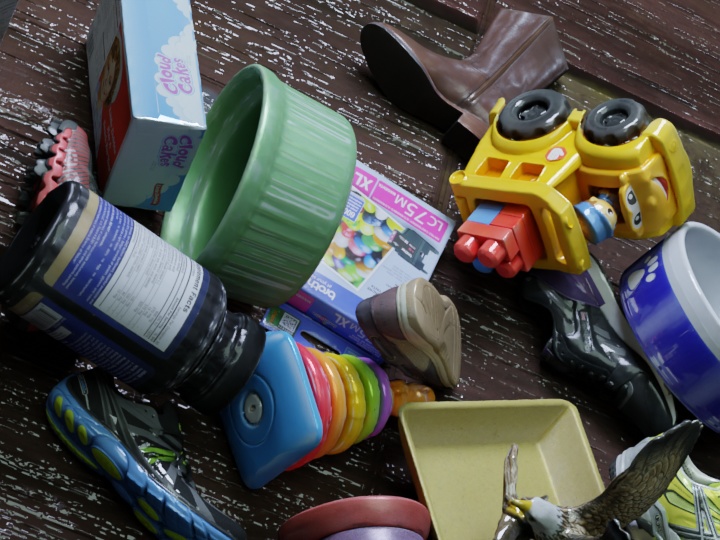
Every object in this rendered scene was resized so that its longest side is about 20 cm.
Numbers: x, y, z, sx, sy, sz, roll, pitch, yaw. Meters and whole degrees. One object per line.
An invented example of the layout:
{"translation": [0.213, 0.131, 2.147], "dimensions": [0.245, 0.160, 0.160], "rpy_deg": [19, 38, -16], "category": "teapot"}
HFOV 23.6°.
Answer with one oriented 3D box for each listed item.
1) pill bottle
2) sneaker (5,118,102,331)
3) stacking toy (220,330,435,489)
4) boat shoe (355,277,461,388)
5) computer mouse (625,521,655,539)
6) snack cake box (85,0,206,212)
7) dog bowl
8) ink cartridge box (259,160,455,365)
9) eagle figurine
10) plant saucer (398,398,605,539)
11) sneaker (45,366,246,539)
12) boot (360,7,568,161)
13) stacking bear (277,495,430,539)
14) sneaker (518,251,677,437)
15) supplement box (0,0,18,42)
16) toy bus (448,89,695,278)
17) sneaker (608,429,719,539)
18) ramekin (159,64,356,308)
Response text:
{"translation": [-0.177, 0.028, 1.348], "dimensions": [0.200, 0.112, 0.112], "rpy_deg": [36, 49, -21], "category": "pill bottle"}
{"translation": [-0.238, -0.035, 1.447], "dimensions": [0.098, 0.071, 0.201], "rpy_deg": [11, 58, -20], "category": "sneaker"}
{"translation": [-0.013, 0.111, 1.459], "dimensions": [0.200, 0.116, 0.110], "rpy_deg": [-1, 63, -40], "category": "stacking toy"}
{"translation": [0.044, 0.055, 1.479], "dimensions": [0.065, 0.200, 0.072], "rpy_deg": [-3, 74, 14], "category": "boat shoe"}
{"translation": [0.266, 0.251, 1.507], "dimensions": [0.110, 0.044, 0.200], "rpy_deg": [37, 23, -21], "category": "computer mouse"}
{"translation": [-0.190, -0.166, 1.511], "dimensions": [0.067, 0.115, 0.200], "rpy_deg": [7, 51, -23], "category": "snack cake box"}
{"translation": [0.337, 0.056, 1.622], "dimensions": [0.200, 0.079, 0.200], "rpy_deg": [37, 30, -26], "category": "dog bowl"}
{"translation": [0.000, 0.000, 1.565], "dimensions": [0.119, 0.042, 0.200], "rpy_deg": [32, 53, -5], "category": "ink cartridge box"}
{"translation": [0.179, 0.203, 1.333], "dimensions": [0.151, 0.200, 0.152], "rpy_deg": [-7, 86, -48], "category": "eagle figurine"}
{"translation": [0.127, 0.211, 1.475], "dimensions": [0.200, 0.048, 0.200], "rpy_deg": [2, 58, -35], "category": "plant saucer"}
{"translation": [-0.160, 0.150, 1.367], "dimensions": [0.200, 0.071, 0.083], "rpy_deg": [44, 57, 9], "category": "sneaker"}
{"translation": [0.112, -0.226, 1.747], "dimensions": [0.186, 0.064, 0.200], "rpy_deg": [47, 53, -10], "category": "boot"}
{"translation": [0.009, 0.288, 1.346], "dimensions": [0.121, 0.114, 0.200], "rpy_deg": [7, 62, -22], "category": "stacking bear"}
{"translation": [0.216, 0.084, 1.611], "dimensions": [0.087, 0.076, 0.200], "rpy_deg": [-23, 69, -18], "category": "sneaker"}
{"translation": [-0.362, -0.213, 1.415], "dimensions": [0.126, 0.200, 0.074], "rpy_deg": [47, 48, 9], "category": "supplement box"}
{"translation": [0.181, -0.060, 1.590], "dimensions": [0.200, 0.136, 0.192], "rpy_deg": [10, 46, 36], "category": "toy bus"}
{"translation": [0.295, 0.223, 1.444], "dimensions": [0.200, 0.076, 0.075], "rpy_deg": [51, 20, 7], "category": "sneaker"}
{"translation": [-0.086, -0.065, 1.467], "dimensions": [0.098, 0.200, 0.200], "rpy_deg": [23, 52, -21], "category": "ramekin"}
